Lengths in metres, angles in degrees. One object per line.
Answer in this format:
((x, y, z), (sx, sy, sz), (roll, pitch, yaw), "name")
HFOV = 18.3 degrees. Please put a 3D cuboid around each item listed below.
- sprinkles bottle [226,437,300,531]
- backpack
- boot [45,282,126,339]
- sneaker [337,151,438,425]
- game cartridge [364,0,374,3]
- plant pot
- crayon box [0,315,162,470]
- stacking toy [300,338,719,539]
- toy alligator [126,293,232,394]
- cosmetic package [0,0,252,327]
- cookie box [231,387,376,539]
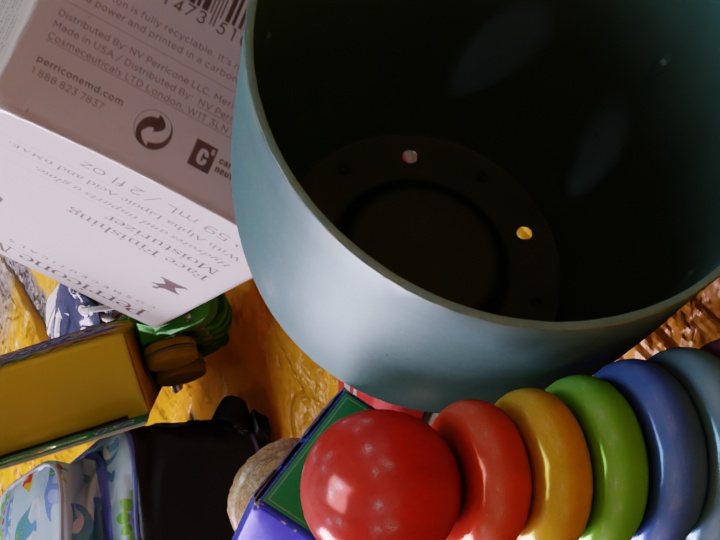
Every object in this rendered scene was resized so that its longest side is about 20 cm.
((0.000, 0.153, 1.101), (0.200, 0.068, 0.068), (-138, 50, -57), "sprinkles bottle")
((-0.139, 0.186, 1.310), (0.200, 0.147, 0.183), (140, 126, -63), "backpack")
((-0.156, 0.030, 1.423), (0.200, 0.073, 0.090), (116, 145, -62), "boot")
((0.000, 0.000, 1.049), (0.077, 0.085, 0.200), (24, 116, 51), "sneaker")
((0.005, -0.174, 0.924), (0.200, 0.042, 0.133), (28, -103, -72), "game cartridge")
((0.040, -0.036, 0.853), (0.161, 0.200, 0.201), (117, 143, -61), "plant pot")
((-0.183, 0.071, 1.286), (0.200, 0.126, 0.052), (-127, 20, -85), "crayon box")
((0.074, 0.066, 0.773), (0.085, 0.200, 0.085), (177, 90, -65), "stacking toy")
((-0.100, 0.034, 1.315), (0.200, 0.054, 0.059), (79, 176, -75), "toy alligator")
((-0.112, -0.091, 1.133), (0.200, 0.165, 0.165), (-28, 38, 63), "cosmetic package")
((0.033, 0.168, 0.892), (0.200, 0.075, 0.171), (33, 137, 6), "cookie box")
